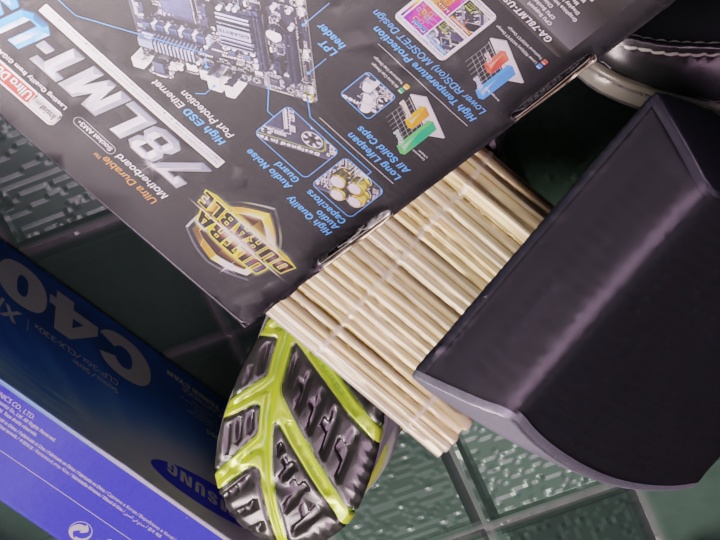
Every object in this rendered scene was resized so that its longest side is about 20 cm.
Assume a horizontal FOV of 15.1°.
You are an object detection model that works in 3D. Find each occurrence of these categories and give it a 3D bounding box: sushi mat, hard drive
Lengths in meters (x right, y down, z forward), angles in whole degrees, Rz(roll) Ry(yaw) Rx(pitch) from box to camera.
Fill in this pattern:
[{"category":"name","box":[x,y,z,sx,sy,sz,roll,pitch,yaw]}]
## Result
[{"category":"sushi mat","box":[-0.018,-0.032,0.950,0.200,0.012,0.096,40,99,3]},{"category":"hard drive","box":[0.107,0.017,0.941,0.135,0.042,0.200,-49,153,9]}]

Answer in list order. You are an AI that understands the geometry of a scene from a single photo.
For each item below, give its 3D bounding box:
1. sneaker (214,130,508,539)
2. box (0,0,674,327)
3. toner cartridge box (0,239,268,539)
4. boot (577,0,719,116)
[{"category":"sneaker","box":[0.000,0.000,0.996,0.075,0.076,0.200,24,99,7]},{"category":"box","box":[-0.036,-0.105,0.844,0.200,0.050,0.198,42,121,-19]},{"category":"toner cartridge box","box":[-0.113,0.049,1.001,0.200,0.095,0.043,37,112,-21]},{"category":"boot","box":[0.175,-0.124,0.906,0.203,0.074,0.154,-1,135,-10]}]
